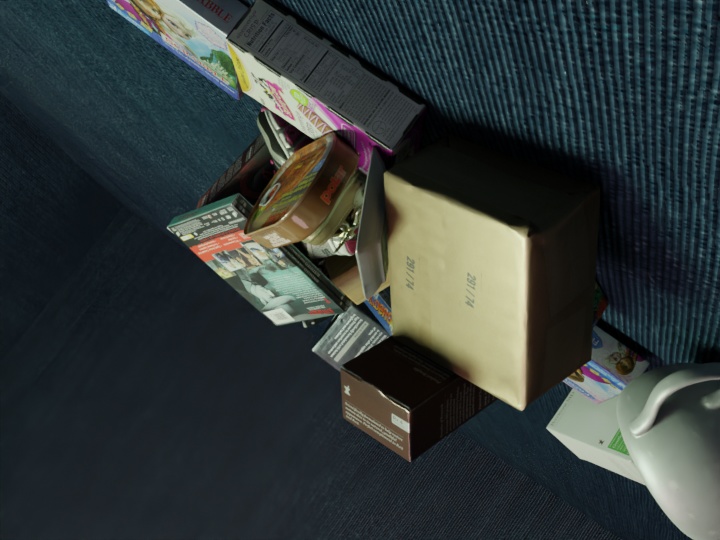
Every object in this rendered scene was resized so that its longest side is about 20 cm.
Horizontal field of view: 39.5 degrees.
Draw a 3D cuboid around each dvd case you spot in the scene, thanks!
[{"bbox_3d":[-0.123,-0.007,1.218,0.146,0.022,0.200,-14,128,48],"label":"dvd case"}]

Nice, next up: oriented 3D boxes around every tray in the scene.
[{"bbox_3d":[0.018,-0.041,1.024,0.022,0.108,0.200,7,166,5],"label":"tray"}]

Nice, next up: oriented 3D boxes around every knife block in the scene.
[{"bbox_3d":[0.000,0.000,1.290,0.200,0.176,0.064,10,156,43],"label":"knife block"}]

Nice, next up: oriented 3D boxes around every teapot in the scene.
[{"bbox_3d":[0.364,0.167,1.017,0.197,0.146,0.200,56,-156,1],"label":"teapot"}]

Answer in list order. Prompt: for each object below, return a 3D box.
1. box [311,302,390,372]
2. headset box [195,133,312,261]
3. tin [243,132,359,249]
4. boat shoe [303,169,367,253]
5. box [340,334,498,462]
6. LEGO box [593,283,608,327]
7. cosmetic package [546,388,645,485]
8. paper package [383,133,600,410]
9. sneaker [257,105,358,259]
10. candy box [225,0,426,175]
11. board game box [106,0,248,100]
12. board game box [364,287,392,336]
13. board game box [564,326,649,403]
[{"bbox_3d":[0.054,0.108,1.620,0.200,0.117,0.197,37,-154,-4],"label":"box"},{"bbox_3d":[-0.103,-0.081,1.258,0.149,0.200,0.075,40,-160,-18],"label":"headset box"},{"bbox_3d":[-0.063,-0.077,1.031,0.042,0.112,0.200,38,164,-16],"label":"tin"},{"bbox_3d":[-0.008,-0.077,1.098,0.063,0.200,0.073,46,126,-8],"label":"boat shoe"},{"bbox_3d":[0.085,0.102,1.034,0.100,0.200,0.075,28,131,39],"label":"box"},{"bbox_3d":[0.154,-0.004,1.111,0.200,0.077,0.149,28,167,39],"label":"LEGO box"},{"bbox_3d":[0.357,0.216,1.359,0.085,0.108,0.200,40,168,-20],"label":"cosmetic package"},{"bbox_3d":[0.119,-0.003,0.939,0.191,0.103,0.200,28,136,41],"label":"paper package"},{"bbox_3d":[-0.079,-0.095,1.167,0.200,0.087,0.074,62,-155,-16],"label":"sneaker"},{"bbox_3d":[-0.033,-0.174,1.014,0.200,0.061,0.136,35,171,8],"label":"candy box"},{"bbox_3d":[-0.207,-0.292,1.117,0.200,0.041,0.200,36,170,2],"label":"board game box"},{"bbox_3d":[0.102,0.076,1.415,0.135,0.034,0.200,0,-149,-30],"label":"board game box"},{"bbox_3d":[0.249,0.088,1.277,0.200,0.041,0.200,35,170,9],"label":"board game box"}]
